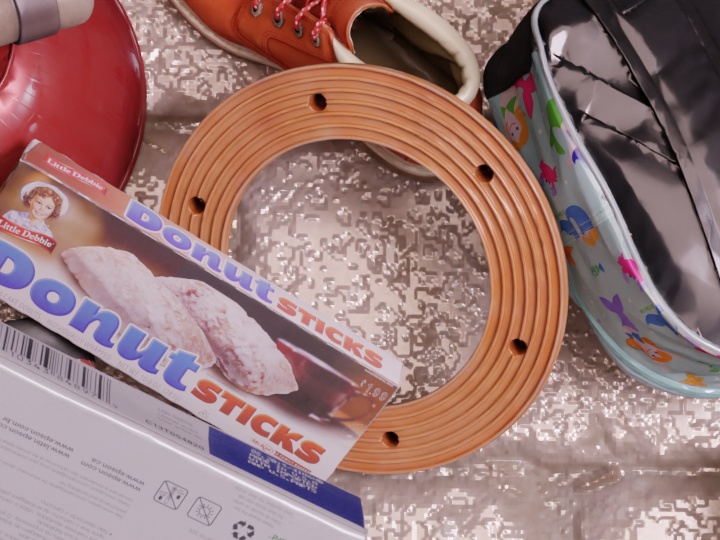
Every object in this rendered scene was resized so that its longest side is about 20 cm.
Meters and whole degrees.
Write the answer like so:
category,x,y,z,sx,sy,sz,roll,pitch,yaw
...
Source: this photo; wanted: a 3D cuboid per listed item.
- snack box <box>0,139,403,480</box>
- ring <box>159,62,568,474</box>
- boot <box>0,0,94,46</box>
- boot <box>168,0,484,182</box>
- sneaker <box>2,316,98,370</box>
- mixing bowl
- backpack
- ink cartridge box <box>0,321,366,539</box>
category,x,y,z,sx,sy,sz,roll,pitch,yaw
snack box,-0.082,0.021,0.976,0.199,0.024,0.072,32,120,-10
ring,0.000,0.000,0.988,0.199,0.019,0.201,7,112,19
boot,-0.185,-0.111,0.902,0.146,0.070,0.201,-4,70,-25
boot,-0.021,-0.128,1.016,0.200,0.107,0.075,36,82,6
sneaker,-0.214,0.092,0.987,0.200,0.067,0.108,-12,78,-7
mixing bowl,-0.203,-0.094,1.001,0.199,0.108,0.201,0,80,-2
backpack,0.163,-0.043,0.980,0.177,0.151,0.201,-23,76,-20
ink cartridge box,-0.129,0.144,0.950,0.199,0.041,0.200,28,109,-15
